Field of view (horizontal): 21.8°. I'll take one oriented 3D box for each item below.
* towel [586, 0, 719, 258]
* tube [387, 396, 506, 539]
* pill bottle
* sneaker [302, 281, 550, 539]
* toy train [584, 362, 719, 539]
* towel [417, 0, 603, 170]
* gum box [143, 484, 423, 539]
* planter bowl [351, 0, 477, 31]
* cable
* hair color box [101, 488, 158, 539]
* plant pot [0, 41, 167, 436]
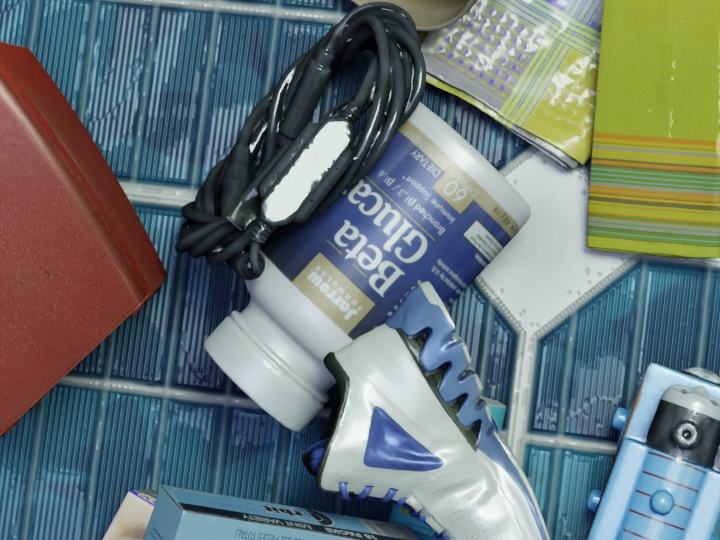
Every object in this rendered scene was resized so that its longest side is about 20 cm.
[{"bbox_3d":[0.189,-0.108,1.153,0.086,0.018,0.200,6,99,20],"label":"towel"},{"bbox_3d":[0.043,0.174,1.168,0.077,0.050,0.200,14,92,22],"label":"tube"},{"bbox_3d":[0.000,0.000,1.150,0.111,0.111,0.200,43,91,8],"label":"pill bottle"},{"bbox_3d":[0.032,0.118,1.099,0.115,0.081,0.199,-25,97,0],"label":"sneaker"},{"bbox_3d":[0.174,0.152,1.115,0.087,0.114,0.200,21,89,7],"label":"toy train"},{"bbox_3d":[0.133,-0.177,1.194,0.144,0.023,0.200,35,90,9],"label":"towel"},{"bbox_3d":[-0.066,0.238,1.110,0.170,0.045,0.200,13,100,-29],"label":"gum box"},{"bbox_3d":[0.041,-0.266,1.141,0.135,0.200,0.200,-41,81,-24],"label":"planter bowl"},{"bbox_3d":[-0.034,-0.080,1.146,0.051,0.163,0.200,39,79,-19],"label":"cable"},{"bbox_3d":[-0.141,0.250,1.172,0.109,0.065,0.200,28,88,8],"label":"hair color box"},{"bbox_3d":[-0.230,-0.008,1.148,0.200,0.200,0.176,-43,95,2],"label":"plant pot"}]
